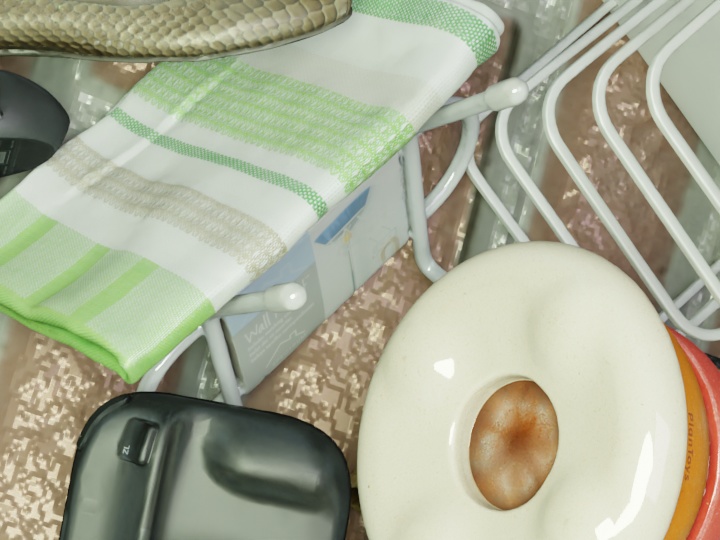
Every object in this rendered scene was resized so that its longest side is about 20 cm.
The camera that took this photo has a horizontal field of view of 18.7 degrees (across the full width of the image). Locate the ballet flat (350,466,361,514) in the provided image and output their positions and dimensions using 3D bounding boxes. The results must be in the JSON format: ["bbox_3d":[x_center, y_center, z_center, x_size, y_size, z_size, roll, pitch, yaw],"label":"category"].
[{"bbox_3d":[0.053,0.139,0.860,0.072,0.068,0.200,-27,56,-14],"label":"ballet flat"}]

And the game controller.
[{"bbox_3d":[-0.067,0.148,0.802,0.104,0.042,0.201,10,92,-11],"label":"game controller"}]

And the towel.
[{"bbox_3d":[-0.057,-0.048,0.836,0.200,0.149,0.031,-43,125,-21],"label":"towel"}]

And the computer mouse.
[{"bbox_3d":[-0.209,-0.053,0.824,0.199,0.059,0.034,-5,75,-19],"label":"computer mouse"}]

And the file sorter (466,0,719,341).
[{"bbox_3d":[0.146,-0.050,0.893,0.124,0.200,0.139,-40,99,-17],"label":"file sorter"}]

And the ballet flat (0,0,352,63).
[{"bbox_3d":[-0.103,-0.106,0.835,0.199,0.067,0.047,-2,108,4],"label":"ballet flat"}]

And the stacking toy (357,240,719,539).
[{"bbox_3d":[0.109,0.078,0.829,0.199,0.146,0.147,17,76,-45],"label":"stacking toy"}]

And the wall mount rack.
[{"bbox_3d":[0.000,0.000,0.844,0.074,0.174,0.200,36,67,25],"label":"wall mount rack"}]

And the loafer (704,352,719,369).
[{"bbox_3d":[0.105,0.121,0.932,0.070,0.068,0.201,31,77,20],"label":"loafer"}]
